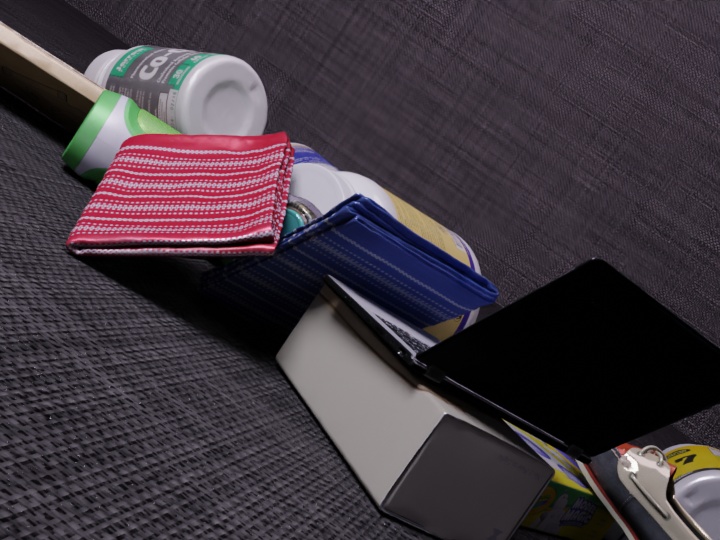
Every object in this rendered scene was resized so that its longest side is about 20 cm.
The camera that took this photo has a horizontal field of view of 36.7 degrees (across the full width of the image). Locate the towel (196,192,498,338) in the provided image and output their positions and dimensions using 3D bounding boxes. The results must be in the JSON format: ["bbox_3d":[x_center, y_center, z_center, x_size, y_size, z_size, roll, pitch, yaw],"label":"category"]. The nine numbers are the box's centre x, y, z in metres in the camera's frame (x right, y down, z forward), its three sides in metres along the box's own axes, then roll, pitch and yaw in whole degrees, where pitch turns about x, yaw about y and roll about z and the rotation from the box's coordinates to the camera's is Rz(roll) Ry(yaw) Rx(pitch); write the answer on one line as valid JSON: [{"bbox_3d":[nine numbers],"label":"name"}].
[{"bbox_3d":[-0.013,0.011,0.806,0.145,0.024,0.200,31,-33,-30],"label":"towel"}]

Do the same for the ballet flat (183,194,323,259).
[{"bbox_3d":[-0.108,-0.040,0.872,0.200,0.072,0.072,14,-4,28],"label":"ballet flat"}]

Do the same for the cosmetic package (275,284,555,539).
[{"bbox_3d":[0.028,0.094,0.725,0.103,0.073,0.200,31,6,-32],"label":"cosmetic package"}]

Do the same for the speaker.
[{"bbox_3d":[-0.165,-0.078,0.985,0.200,0.089,0.088,32,6,-17],"label":"speaker"}]

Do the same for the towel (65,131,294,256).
[{"bbox_3d":[-0.125,-0.061,0.802,0.144,0.023,0.200,0,26,0],"label":"towel"}]

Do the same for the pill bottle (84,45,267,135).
[{"bbox_3d":[-0.201,-0.177,1.141,0.200,0.113,0.113,16,-8,42],"label":"pill bottle"}]

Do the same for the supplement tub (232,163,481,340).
[{"bbox_3d":[0.000,0.000,0.956,0.200,0.146,0.145,27,9,-47],"label":"supplement tub"}]

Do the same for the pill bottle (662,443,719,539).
[{"bbox_3d":[0.333,0.233,1.056,0.114,0.114,0.200,35,6,7],"label":"pill bottle"}]

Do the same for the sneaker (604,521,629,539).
[{"bbox_3d":[0.235,0.198,1.004,0.071,0.073,0.200,38,7,6],"label":"sneaker"}]

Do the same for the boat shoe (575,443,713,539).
[{"bbox_3d":[0.226,0.176,0.850,0.071,0.063,0.200,12,45,-58],"label":"boat shoe"}]

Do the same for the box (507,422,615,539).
[{"bbox_3d":[0.118,0.154,0.858,0.117,0.048,0.200,40,10,39],"label":"box"}]

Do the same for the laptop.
[{"bbox_3d":[0.112,0.039,0.707,0.187,0.116,0.200,32,6,-36],"label":"laptop"}]

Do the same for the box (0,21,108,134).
[{"bbox_3d":[-0.297,-0.173,1.077,0.200,0.021,0.163,32,-15,-8],"label":"box"}]

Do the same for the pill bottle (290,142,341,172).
[{"bbox_3d":[-0.056,-0.073,1.347,0.120,0.120,0.200,30,8,-37],"label":"pill bottle"}]
